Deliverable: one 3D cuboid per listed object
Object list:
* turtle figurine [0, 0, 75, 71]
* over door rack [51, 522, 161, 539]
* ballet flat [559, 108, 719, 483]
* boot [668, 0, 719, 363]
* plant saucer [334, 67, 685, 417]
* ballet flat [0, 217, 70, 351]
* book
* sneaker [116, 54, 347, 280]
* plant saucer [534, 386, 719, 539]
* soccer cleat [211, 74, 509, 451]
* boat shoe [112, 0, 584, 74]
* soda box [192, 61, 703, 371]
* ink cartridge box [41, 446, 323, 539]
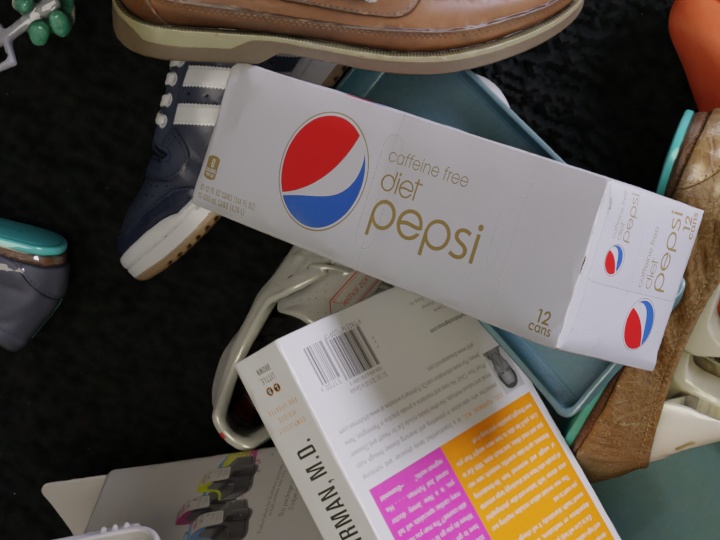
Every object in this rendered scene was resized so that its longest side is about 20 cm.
[{"bbox_3d":[-0.168,-0.178,0.812,0.150,0.101,0.200,41,88,-17],"label":"turtle figurine"},{"bbox_3d":[-0.143,0.180,0.805,0.198,0.067,0.148,-6,129,28],"label":"over door rack"},{"bbox_3d":[0.136,0.026,0.766,0.072,0.068,0.201,23,126,9],"label":"ballet flat"},{"bbox_3d":[0.166,-0.029,0.803,0.106,0.075,0.201,-27,96,-2],"label":"boot"},{"bbox_3d":[0.052,-0.027,0.764,0.070,0.019,0.200,-49,53,11],"label":"plant saucer"},{"bbox_3d":[-0.234,-0.013,0.869,0.198,0.073,0.074,21,103,0],"label":"ballet flat"},{"bbox_3d":[0.043,0.104,0.742,0.048,0.133,0.201,-30,85,36],"label":"book"},{"bbox_3d":[-0.068,-0.100,0.828,0.108,0.070,0.200,39,96,-7],"label":"sneaker"},{"bbox_3d":[0.107,0.130,0.872,0.198,0.036,0.202,1,101,7],"label":"plant saucer"},{"bbox_3d":[0.000,0.000,0.833,0.068,0.085,0.200,39,103,-2],"label":"soccer cleat"},{"bbox_3d":[-0.002,-0.125,0.746,0.198,0.072,0.068,-6,135,-10],"label":"boat shoe"},{"bbox_3d":[0.028,-0.025,0.721,0.199,0.068,0.064,21,96,41],"label":"soda box"},{"bbox_3d":[-0.048,0.143,0.832,0.198,0.068,0.116,-11,127,26],"label":"ink cartridge box"}]
